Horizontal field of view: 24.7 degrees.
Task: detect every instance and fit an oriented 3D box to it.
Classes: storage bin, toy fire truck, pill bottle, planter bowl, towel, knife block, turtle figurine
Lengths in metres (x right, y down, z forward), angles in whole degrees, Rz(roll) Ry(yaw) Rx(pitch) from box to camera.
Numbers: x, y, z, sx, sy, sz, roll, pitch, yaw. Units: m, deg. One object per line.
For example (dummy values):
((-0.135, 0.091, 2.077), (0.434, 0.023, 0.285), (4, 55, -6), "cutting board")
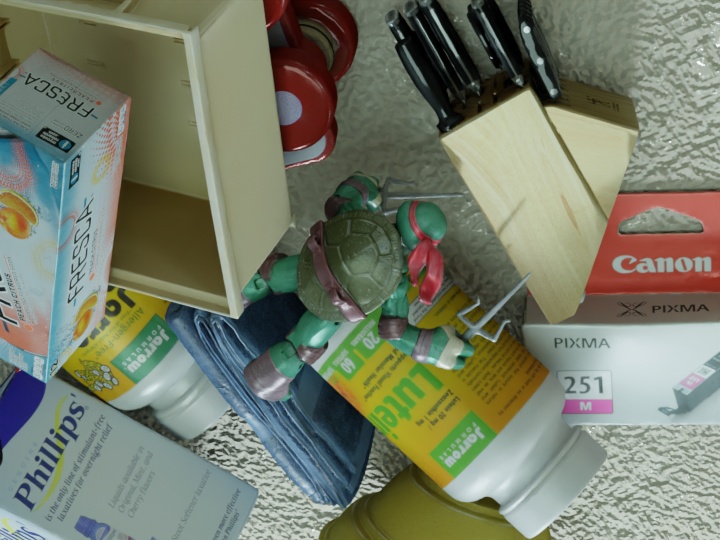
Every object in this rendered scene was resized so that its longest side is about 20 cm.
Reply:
((-0.151, -0.096, 0.988), (0.198, 0.094, 0.200), (13, 134, 22), "storage bin")
((-0.101, -0.150, 1.045), (0.168, 0.112, 0.200), (-11, 121, 17), "toy fire truck")
((-0.176, 0.029, 1.179), (0.113, 0.113, 0.200), (-36, 111, 28), "pill bottle")
((0.076, 0.192, 1.215), (0.200, 0.200, 0.084), (17, 105, -2), "planter bowl")
((0.071, 0.089, 1.144), (0.200, 0.111, 0.111), (43, 122, 4), "pill bottle")
((-0.054, 0.068, 1.180), (0.048, 0.112, 0.200), (-20, 122, 29), "towel")
((0.084, -0.082, 1.074), (0.175, 0.064, 0.200), (15, 115, -2), "knife block")
((0.000, 0.000, 1.049), (0.200, 0.150, 0.101), (-28, 153, 25), "turtle figurine")

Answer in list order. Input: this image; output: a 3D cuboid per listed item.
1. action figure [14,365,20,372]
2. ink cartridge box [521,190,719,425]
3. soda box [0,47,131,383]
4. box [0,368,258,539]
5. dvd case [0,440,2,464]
((-0.273, -0.018, 1.069), (0.200, 0.052, 0.065), (50, 141, -14), "action figure")
((0.213, 0.029, 1.155), (0.200, 0.044, 0.174), (-1, 125, 11), "ink cartridge box")
((-0.184, -0.027, 0.951), (0.064, 0.068, 0.200), (28, 139, 10), "soda box")
((-0.204, 0.172, 1.234), (0.200, 0.105, 0.184), (31, 158, -11), "box")
((-0.305, 0.034, 1.028), (0.142, 0.018, 0.200), (-4, 104, 0), "dvd case")
